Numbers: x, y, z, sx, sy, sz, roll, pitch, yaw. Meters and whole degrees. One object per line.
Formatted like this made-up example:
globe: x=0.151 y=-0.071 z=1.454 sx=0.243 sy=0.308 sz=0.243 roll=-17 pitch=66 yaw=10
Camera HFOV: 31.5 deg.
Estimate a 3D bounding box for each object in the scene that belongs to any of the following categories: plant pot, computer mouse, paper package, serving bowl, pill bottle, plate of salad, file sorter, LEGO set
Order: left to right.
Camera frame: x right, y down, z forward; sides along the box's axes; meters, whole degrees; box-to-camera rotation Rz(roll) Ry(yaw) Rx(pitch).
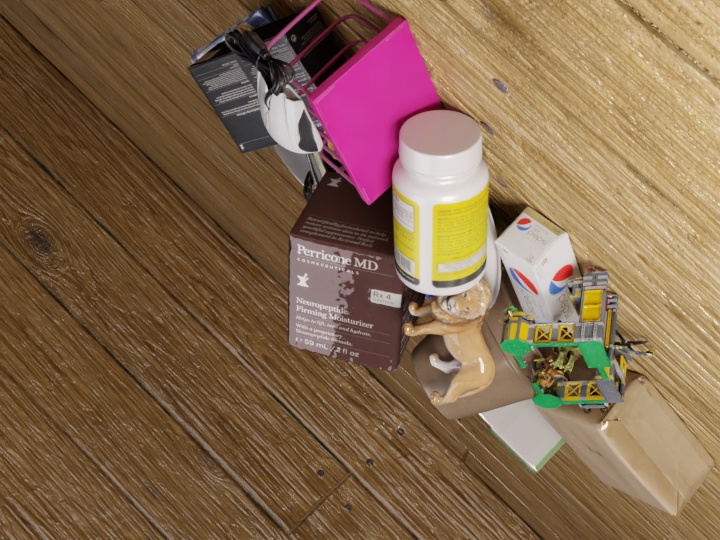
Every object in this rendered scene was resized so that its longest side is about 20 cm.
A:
computer mouse: x=-0.092 y=-0.183 z=1.414 sx=0.110 sy=0.044 sz=0.200 roll=45 pitch=171 yaw=30
serving bowl: x=-0.052 y=-0.166 z=2.035 sx=0.200 sy=0.066 sz=0.200 roll=43 pitch=170 yaw=9
file sorter: x=-0.007 y=-0.208 z=1.491 sx=0.125 sy=0.139 sz=0.200 roll=42 pitch=170 yaw=36
pill bottle: x=0.095 y=-0.079 z=1.505 sx=0.114 sy=0.114 sz=0.201 roll=37 pitch=144 yaw=37
plate of salad: x=0.144 y=-0.047 z=1.656 sx=0.200 sy=0.048 sz=0.201 roll=166 pitch=90 yaw=-72
plant pot: x=0.171 y=0.119 z=1.757 sx=0.201 sy=0.174 sz=0.200 roll=53 pitch=-166 yaw=-20
LEGO set: x=0.258 y=0.077 z=1.555 sx=0.153 sy=0.116 sz=0.200 roll=-10 pitch=141 yaw=31
paper package: x=0.371 y=0.230 z=1.796 sx=0.191 sy=0.103 sz=0.200 roll=49 pitch=169 yaw=-16

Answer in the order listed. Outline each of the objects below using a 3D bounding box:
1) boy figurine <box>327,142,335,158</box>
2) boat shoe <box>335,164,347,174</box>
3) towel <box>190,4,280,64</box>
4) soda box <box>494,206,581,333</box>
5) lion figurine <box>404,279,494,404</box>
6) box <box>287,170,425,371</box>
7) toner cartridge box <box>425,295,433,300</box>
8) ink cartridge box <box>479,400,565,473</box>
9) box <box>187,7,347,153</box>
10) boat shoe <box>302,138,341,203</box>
boy figurine: x=-0.069 y=-0.236 z=1.782 sx=0.200 sy=0.064 sz=0.124 roll=50 pitch=144 yaw=-3
boat shoe: x=-0.003 y=-0.057 z=1.878 sx=0.060 sy=0.074 sz=0.201 roll=22 pitch=120 yaw=37
towel: x=-0.145 y=-0.270 z=1.755 sx=0.200 sy=0.024 sz=0.147 roll=-19 pitch=109 yaw=51
soda box: x=0.232 y=0.009 z=1.593 sx=0.068 sy=0.064 sz=0.200 roll=38 pitch=168 yaw=35
lion figurine: x=0.131 y=0.092 z=1.630 sx=0.122 sy=0.073 sz=0.201 roll=-8 pitch=126 yaw=25
box: x=0.000 y=0.000 z=1.767 sx=0.165 sy=0.164 sz=0.201 roll=13 pitch=129 yaw=13
toner cartridge box: x=0.098 y=-0.025 z=1.908 sx=0.200 sy=0.095 sz=0.043 roll=38 pitch=168 yaw=33
ink cartridge box: x=0.254 y=0.201 z=2.025 sx=0.200 sy=0.146 sz=0.048 roll=44 pitch=171 yaw=8
box: x=-0.109 y=-0.244 z=1.665 sx=0.199 sy=0.079 sz=0.142 roll=-8 pitch=120 yaw=45
boat shoe: x=-0.055 y=-0.120 z=1.904 sx=0.072 sy=0.066 sz=0.201 roll=-80 pitch=-26 yaw=-46
